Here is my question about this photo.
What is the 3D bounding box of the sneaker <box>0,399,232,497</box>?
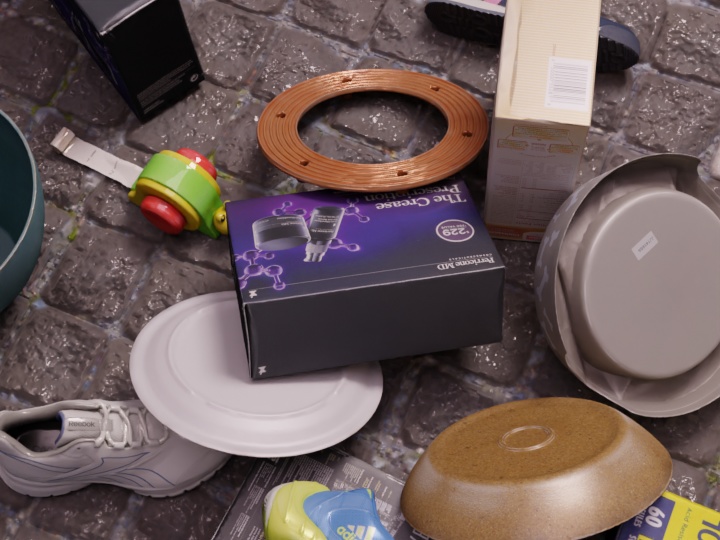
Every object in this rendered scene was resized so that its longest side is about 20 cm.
[{"bbox_3d":[-0.191,0.134,0.941,0.198,0.087,0.075,-8,63,-2],"label":"sneaker"}]

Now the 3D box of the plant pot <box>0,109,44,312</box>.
[{"bbox_3d":[-0.344,-0.027,0.991,0.198,0.135,0.202,-1,66,2],"label":"plant pot"}]

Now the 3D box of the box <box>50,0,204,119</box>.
[{"bbox_3d":[-0.232,-0.255,1.074,0.079,0.141,0.200,-34,69,-13],"label":"box"}]

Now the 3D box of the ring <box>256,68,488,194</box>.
[{"bbox_3d":[0.010,-0.118,1.035,0.198,0.019,0.201,-1,36,0],"label":"ring"}]

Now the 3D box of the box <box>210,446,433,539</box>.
[{"bbox_3d":[-0.039,0.236,0.913,0.159,0.044,0.201,24,70,12],"label":"box"}]

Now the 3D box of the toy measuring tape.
[{"bbox_3d":[-0.188,-0.086,1.045,0.199,0.074,0.074,28,70,13],"label":"toy measuring tape"}]

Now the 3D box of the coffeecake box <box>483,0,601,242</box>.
[{"bbox_3d":[0.144,-0.134,0.980,0.072,0.200,0.155,6,67,5],"label":"coffeecake box"}]

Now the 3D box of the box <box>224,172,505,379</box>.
[{"bbox_3d":[0.000,0.000,0.956,0.198,0.079,0.142,-8,39,-8],"label":"box"}]

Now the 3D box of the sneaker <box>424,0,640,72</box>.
[{"bbox_3d":[0.163,-0.242,1.097,0.198,0.070,0.083,18,71,9],"label":"sneaker"}]

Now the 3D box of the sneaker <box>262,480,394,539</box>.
[{"bbox_3d":[-0.009,0.239,0.845,0.104,0.076,0.202,-9,66,-2],"label":"sneaker"}]

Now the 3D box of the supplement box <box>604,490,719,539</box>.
[{"bbox_3d":[0.262,0.247,0.859,0.198,0.110,0.110,21,69,11],"label":"supplement box"}]

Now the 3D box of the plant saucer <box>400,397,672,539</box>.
[{"bbox_3d":[0.122,0.135,0.876,0.198,0.200,0.036,-13,104,-3],"label":"plant saucer"}]

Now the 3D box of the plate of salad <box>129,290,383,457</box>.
[{"bbox_3d":[-0.081,0.083,0.952,0.198,0.048,0.201,7,35,-5],"label":"plate of salad"}]

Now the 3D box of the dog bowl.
[{"bbox_3d":[0.223,0.010,0.944,0.198,0.059,0.203,-1,94,-21],"label":"dog bowl"}]
